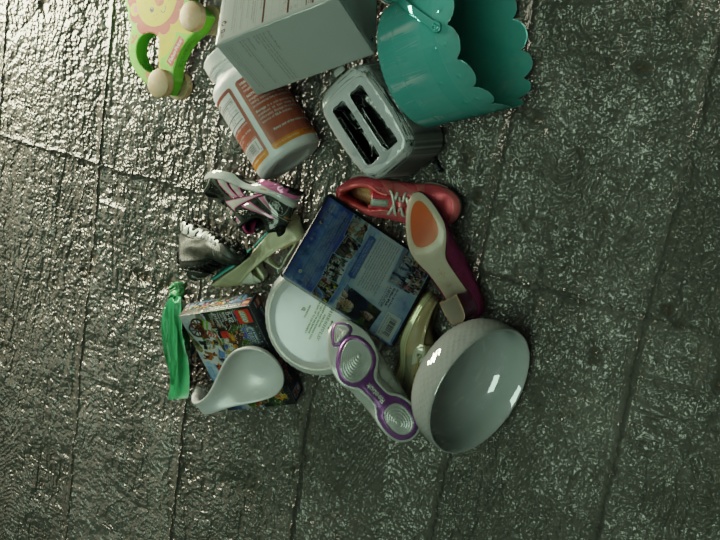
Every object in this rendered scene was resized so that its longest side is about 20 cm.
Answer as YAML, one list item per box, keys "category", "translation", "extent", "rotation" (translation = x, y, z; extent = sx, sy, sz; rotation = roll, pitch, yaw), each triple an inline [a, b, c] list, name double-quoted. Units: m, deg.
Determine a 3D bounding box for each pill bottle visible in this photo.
- category: "pill bottle"
  translation: [-0.157, -0.253, 1.474]
  extent: [0.112, 0.112, 0.201]
  rotation: [-35, 83, 27]

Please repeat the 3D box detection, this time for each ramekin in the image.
- category: "ramekin"
  translation: [-0.058, 0.069, 1.477]
  extent: [0.200, 0.094, 0.205]
  rotation: [3, 98, 20]

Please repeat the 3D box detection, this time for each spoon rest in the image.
- category: "spoon rest"
  translation: [-0.203, 0.184, 1.529]
  extent: [0.199, 0.061, 0.100]
  rotation: [-31, 109, 35]

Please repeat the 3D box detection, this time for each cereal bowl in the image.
- category: "cereal bowl"
  translation: [0.145, 0.154, 1.355]
  extent: [0.083, 0.198, 0.203]
  rotation: [32, 114, 43]

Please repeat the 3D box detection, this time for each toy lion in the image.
- category: "toy lion"
  translation: [-0.324, -0.411, 1.566]
  extent: [0.192, 0.068, 0.201]
  rotation: [43, 116, 22]

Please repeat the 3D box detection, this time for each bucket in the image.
- category: "bucket"
  translation: [0.125, -0.296, 1.275]
  extent: [0.134, 0.206, 0.210]
  rotation: [-12, 94, 36]

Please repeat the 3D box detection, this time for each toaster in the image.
- category: "toaster"
  translation: [0.033, -0.210, 1.374]
  extent: [0.113, 0.129, 0.201]
  rotation: [-35, 83, 28]

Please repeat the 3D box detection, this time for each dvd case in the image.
- category: "dvd case"
  translation: [0.000, 0.000, 1.403]
  extent: [0.199, 0.018, 0.144]
  rotation: [33, 76, -11]

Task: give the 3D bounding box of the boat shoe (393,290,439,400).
- category: "boat shoe"
  translation: [0.094, 0.127, 1.439]
  extent: [0.064, 0.072, 0.202]
  rotation: [22, 114, 17]

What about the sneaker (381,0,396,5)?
- category: "sneaker"
  translation: [0.011, -0.443, 1.372]
  extent: [0.199, 0.079, 0.078]
  rotation: [38, 113, 16]

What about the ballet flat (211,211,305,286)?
- category: "ballet flat"
  translation: [-0.162, -0.017, 1.549]
  extent: [0.199, 0.069, 0.070]
  rotation: [-39, 81, 27]

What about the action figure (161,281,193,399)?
- category: "action figure"
  translation: [-0.311, 0.119, 1.642]
  extent: [0.118, 0.054, 0.203]
  rotation: [-14, 79, 58]

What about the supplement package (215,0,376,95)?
- category: "supplement package"
  translation: [-0.089, -0.355, 1.353]
  extent: [0.198, 0.117, 0.119]
  rotation: [-14, 54, 23]

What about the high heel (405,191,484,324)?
- category: "high heel"
  translation: [0.124, -0.019, 1.384]
  extent: [0.067, 0.096, 0.203]
  rotation: [-17, 89, 28]

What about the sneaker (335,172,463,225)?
- category: "sneaker"
  translation: [0.052, -0.097, 1.408]
  extent: [0.198, 0.087, 0.075]
  rotation: [11, 104, 25]

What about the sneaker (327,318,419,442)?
- category: "sneaker"
  translation: [0.012, 0.163, 1.399]
  extent: [0.074, 0.100, 0.201]
  rotation: [-33, 89, -3]

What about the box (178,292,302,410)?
- category: "box"
  translation: [-0.193, 0.136, 1.554]
  extent: [0.135, 0.038, 0.202]
  rotation: [-9, 120, 25]

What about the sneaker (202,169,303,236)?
- category: "sneaker"
  translation: [-0.184, -0.104, 1.504]
  extent: [0.199, 0.080, 0.087]
  rotation: [14, 87, 43]

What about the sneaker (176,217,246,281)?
- category: "sneaker"
  translation: [-0.246, -0.021, 1.545]
  extent: [0.199, 0.066, 0.092]
  rotation: [23, 96, 53]
